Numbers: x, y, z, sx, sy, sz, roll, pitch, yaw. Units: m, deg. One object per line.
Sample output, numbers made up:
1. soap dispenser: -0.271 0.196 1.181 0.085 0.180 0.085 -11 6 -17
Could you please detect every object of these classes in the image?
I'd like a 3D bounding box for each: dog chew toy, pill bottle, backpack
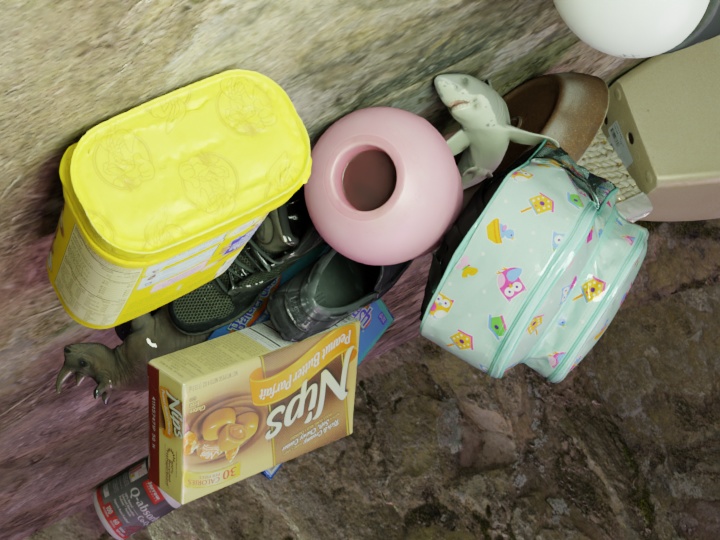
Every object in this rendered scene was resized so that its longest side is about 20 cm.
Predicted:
1. dog chew toy: 0.029 -0.063 1.181 0.124 0.126 0.200 -31 169 11
2. pill bottle: -0.423 0.440 2.857 0.199 0.117 0.116 -31 173 4
3. backpack: 0.137 0.001 1.158 0.177 0.153 0.200 -59 164 19

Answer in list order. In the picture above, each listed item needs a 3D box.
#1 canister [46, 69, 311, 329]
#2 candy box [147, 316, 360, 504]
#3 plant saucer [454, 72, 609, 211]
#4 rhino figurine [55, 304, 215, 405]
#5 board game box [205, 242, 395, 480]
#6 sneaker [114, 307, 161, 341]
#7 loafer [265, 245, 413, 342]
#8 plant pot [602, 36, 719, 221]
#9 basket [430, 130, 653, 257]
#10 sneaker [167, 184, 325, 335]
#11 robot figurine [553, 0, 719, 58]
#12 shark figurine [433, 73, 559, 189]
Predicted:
1. canister: -0.126 -0.038 0.928 0.147 0.087 0.200 -27 173 -23
2. candy box: -0.091 0.112 1.247 0.199 0.055 0.117 -18 123 -41
3. plant saucer: 0.147 -0.120 1.356 0.200 0.037 0.201 -40 -156 21
4. rhino figurine: -0.192 0.061 1.316 0.198 0.088 0.060 -30 173 -5
5. board game box: -0.066 0.073 1.334 0.201 0.045 0.153 -51 140 -15
6. sneaker: -0.133 0.031 1.399 0.197 0.105 0.060 5 144 3
7. loafer: 0.000 0.000 1.255 0.070 0.069 0.200 -25 -173 45
8. plant pot: 0.381 -0.164 1.722 0.175 0.202 0.200 -16 169 -15
9. basket: 0.191 -0.074 1.632 0.199 0.162 0.197 -34 172 34
10. sneaker: -0.097 -0.018 1.228 0.198 0.077 0.114 -35 170 10
11. robot figurine: 0.206 -0.211 0.933 0.199 0.125 0.151 -23 153 -42
12. shark figurine: 0.098 -0.124 1.290 0.126 0.091 0.215 7 153 -12
